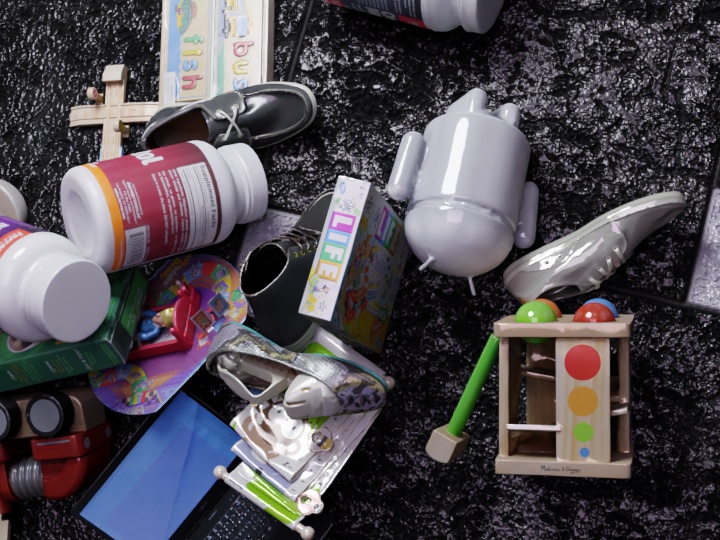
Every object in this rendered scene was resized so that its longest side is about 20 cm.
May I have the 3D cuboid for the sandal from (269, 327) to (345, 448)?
[{"bbox_3d":[-0.053,0.124,1.300,0.081,0.055,0.202,-7,62,7],"label":"sandal"}]

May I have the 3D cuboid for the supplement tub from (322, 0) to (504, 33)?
[{"bbox_3d":[0.053,-0.336,1.321,0.198,0.140,0.142,18,83,17],"label":"supplement tub"}]

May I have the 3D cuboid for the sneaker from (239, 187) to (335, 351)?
[{"bbox_3d":[-0.055,-0.024,1.276,0.074,0.107,0.201,9,59,23],"label":"sneaker"}]

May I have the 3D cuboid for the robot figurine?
[{"bbox_3d":[0.109,-0.080,1.258,0.168,0.113,0.202,20,70,-15],"label":"robot figurine"}]

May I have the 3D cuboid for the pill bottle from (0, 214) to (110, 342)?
[{"bbox_3d":[-0.346,0.008,1.257,0.199,0.111,0.112,16,82,39],"label":"pill bottle"}]

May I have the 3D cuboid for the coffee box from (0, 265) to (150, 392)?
[{"bbox_3d":[-0.327,0.062,1.316,0.198,0.044,0.124,-14,41,19],"label":"coffee box"}]

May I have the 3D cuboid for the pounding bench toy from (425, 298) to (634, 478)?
[{"bbox_3d":[0.161,0.107,1.189,0.198,0.124,0.158,-1,92,14],"label":"pounding bench toy"}]

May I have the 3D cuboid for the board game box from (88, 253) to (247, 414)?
[{"bbox_3d":[-0.217,0.054,1.317,0.200,0.039,0.158,-46,46,-9],"label":"board game box"}]

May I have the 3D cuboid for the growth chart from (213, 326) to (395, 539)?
[{"bbox_3d":[-0.059,0.153,1.245,0.144,0.018,0.201,24,69,21],"label":"growth chart"}]

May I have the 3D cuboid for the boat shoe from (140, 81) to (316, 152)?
[{"bbox_3d":[-0.145,-0.159,1.363,0.198,0.068,0.072,-9,108,13],"label":"boat shoe"}]

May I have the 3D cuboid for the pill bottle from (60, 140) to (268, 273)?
[{"bbox_3d":[-0.203,-0.073,1.304,0.199,0.113,0.114,-17,70,-31],"label":"pill bottle"}]

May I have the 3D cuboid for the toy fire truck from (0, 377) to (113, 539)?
[{"bbox_3d":[-0.358,0.230,1.327,0.174,0.129,0.202,-8,94,17],"label":"toy fire truck"}]

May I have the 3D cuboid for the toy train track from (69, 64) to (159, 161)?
[{"bbox_3d":[-0.290,-0.142,1.424,0.114,0.033,0.202,-2,79,14],"label":"toy train track"}]

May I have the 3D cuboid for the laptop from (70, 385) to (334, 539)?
[{"bbox_3d":[-0.162,0.253,1.265,0.178,0.103,0.200,-50,55,0],"label":"laptop"}]

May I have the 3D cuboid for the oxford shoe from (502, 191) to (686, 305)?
[{"bbox_3d":[0.238,-0.016,1.241,0.199,0.075,0.058,-29,66,14],"label":"oxford shoe"}]

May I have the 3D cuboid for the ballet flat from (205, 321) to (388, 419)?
[{"bbox_3d":[-0.070,0.111,1.218,0.199,0.072,0.073,18,83,26],"label":"ballet flat"}]

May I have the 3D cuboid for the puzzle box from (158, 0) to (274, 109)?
[{"bbox_3d":[-0.164,-0.279,1.425,0.132,0.025,0.202,-3,77,13],"label":"puzzle box"}]

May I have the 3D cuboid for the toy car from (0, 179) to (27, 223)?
[{"bbox_3d":[-0.486,-0.033,1.401,0.199,0.175,0.151,23,121,17],"label":"toy car"}]

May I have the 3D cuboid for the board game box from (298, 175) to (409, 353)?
[{"bbox_3d":[0.000,0.000,1.231,0.034,0.200,0.136,13,82,17],"label":"board game box"}]
